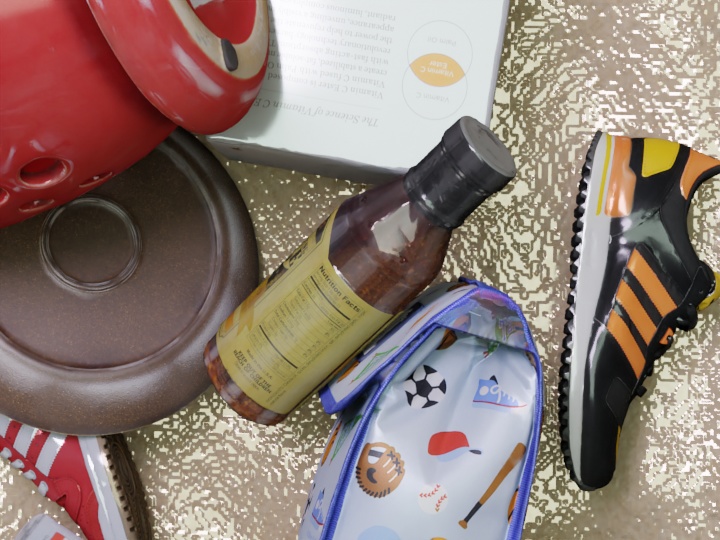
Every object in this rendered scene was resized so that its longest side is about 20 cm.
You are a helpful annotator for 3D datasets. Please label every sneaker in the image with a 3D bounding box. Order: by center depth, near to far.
[{"bbox_3d":[0.159,0.025,0.945,0.089,0.070,0.203,5,87,5],"label":"sneaker"},{"bbox_3d":[-0.199,0.093,0.956,0.111,0.071,0.202,-25,81,-2],"label":"sneaker"}]

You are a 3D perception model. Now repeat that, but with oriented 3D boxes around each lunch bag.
[{"bbox_3d":[0.032,0.102,0.901,0.122,0.170,0.202,17,91,-3],"label":"lunch bag"}]

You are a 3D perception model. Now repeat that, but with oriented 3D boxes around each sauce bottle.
[{"bbox_3d":[0.000,0.000,0.882,0.200,0.066,0.066,-43,88,23],"label":"sauce bottle"}]

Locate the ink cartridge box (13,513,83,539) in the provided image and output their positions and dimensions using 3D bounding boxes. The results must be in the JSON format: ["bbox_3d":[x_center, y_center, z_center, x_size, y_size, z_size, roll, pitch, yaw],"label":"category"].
[{"bbox_3d":[-0.137,0.251,0.940,0.199,0.050,0.163,32,114,-4],"label":"ink cartridge box"}]

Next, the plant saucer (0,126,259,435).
[{"bbox_3d":[-0.151,-0.011,0.938,0.198,0.032,0.203,5,69,-14],"label":"plant saucer"}]

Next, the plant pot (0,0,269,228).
[{"bbox_3d":[-0.155,-0.136,0.822,0.181,0.200,0.203,-19,88,19],"label":"plant pot"}]

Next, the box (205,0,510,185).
[{"bbox_3d":[0.007,-0.152,0.935,0.150,0.106,0.203,10,89,2],"label":"box"}]
